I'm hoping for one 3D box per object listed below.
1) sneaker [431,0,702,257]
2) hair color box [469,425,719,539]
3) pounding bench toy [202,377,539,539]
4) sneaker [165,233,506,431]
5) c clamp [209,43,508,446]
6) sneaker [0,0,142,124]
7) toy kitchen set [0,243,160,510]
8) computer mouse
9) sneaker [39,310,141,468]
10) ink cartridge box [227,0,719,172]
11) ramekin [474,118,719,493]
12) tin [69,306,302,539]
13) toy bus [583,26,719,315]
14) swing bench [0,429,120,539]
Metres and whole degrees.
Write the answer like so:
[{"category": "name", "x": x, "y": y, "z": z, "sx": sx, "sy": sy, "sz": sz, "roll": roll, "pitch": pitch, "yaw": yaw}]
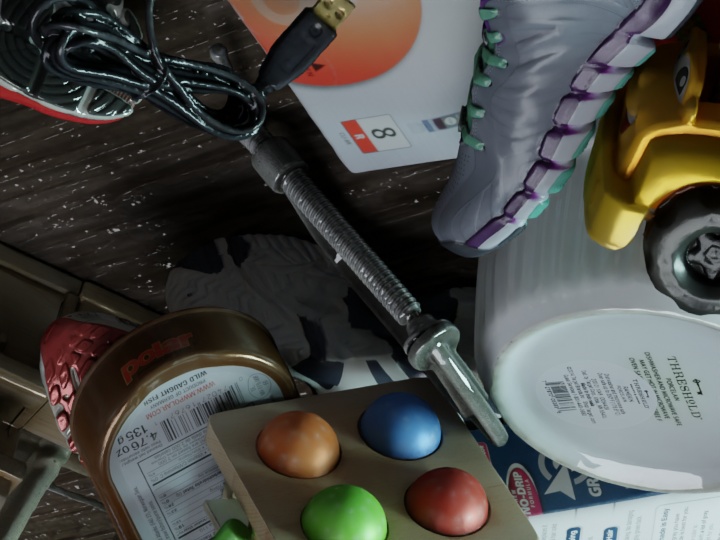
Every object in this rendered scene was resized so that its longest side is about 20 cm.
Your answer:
[{"category": "sneaker", "x": 0.068, "y": -0.096, "z": 1.204, "sx": 0.087, "sy": 0.074, "sz": 0.200, "roll": 26, "pitch": 121, "yaw": -17}, {"category": "hair color box", "x": 0.136, "y": 0.120, "z": 1.482, "sx": 0.200, "sy": 0.061, "sz": 0.100, "roll": -9, "pitch": 144, "yaw": -7}, {"category": "pounding bench toy", "x": -0.038, "y": 0.150, "z": 1.361, "sx": 0.200, "sy": 0.124, "sz": 0.156, "roll": -9, "pitch": 132, "yaw": -25}, {"category": "sneaker", "x": -0.010, "y": 0.057, "z": 1.481, "sx": 0.199, "sy": 0.080, "sz": 0.130, "roll": 7, "pitch": 138, "yaw": -9}, {"category": "c clamp", "x": 0.000, "y": 0.000, "z": 1.349, "sx": 0.200, "sy": 0.027, "sz": 0.171, "roll": 50, "pitch": 174, "yaw": 23}, {"category": "sneaker", "x": -0.192, "y": -0.120, "z": 1.311, "sx": 0.200, "sy": 0.077, "sz": 0.085, "roll": 24, "pitch": 157, "yaw": -3}, {"category": "toy kitchen set", "x": -0.182, "y": 0.033, "z": 1.433, "sx": 0.200, "sy": 0.163, "sz": 0.180, "roll": 25, "pitch": 144, "yaw": -18}, {"category": "computer mouse", "x": -0.031, "y": -0.139, "z": 1.142, "sx": 0.046, "sy": 0.200, "sz": 0.140, "roll": 38, "pitch": -174, "yaw": 41}, {"category": "sneaker", "x": -0.099, "y": 0.071, "z": 1.459, "sx": 0.078, "sy": 0.082, "sz": 0.200, "roll": -44, "pitch": 138, "yaw": 8}, {"category": "ink cartridge box", "x": 0.052, "y": -0.115, "z": 1.241, "sx": 0.200, "sy": 0.050, "sz": 0.162, "roll": -4, "pitch": 143, "yaw": 29}, {"category": "ramekin", "x": 0.148, "y": 0.022, "z": 1.356, "sx": 0.200, "sy": 0.105, "sz": 0.200, "roll": 9, "pitch": 146, "yaw": 6}, {"category": "tin", "x": -0.075, "y": 0.100, "z": 1.412, "sx": 0.112, "sy": 0.042, "sz": 0.200, "roll": -25, "pitch": 137, "yaw": -4}, {"category": "toy bus", "x": 0.211, "y": -0.075, "z": 1.181, "sx": 0.200, "sy": 0.136, "sz": 0.192, "roll": 15, "pitch": 126, "yaw": -1}, {"category": "swing bench", "x": -0.186, "y": 0.162, "z": 1.555, "sx": 0.200, "sy": 0.199, "sz": 0.130, "roll": 32, "pitch": 144, "yaw": -3}]
